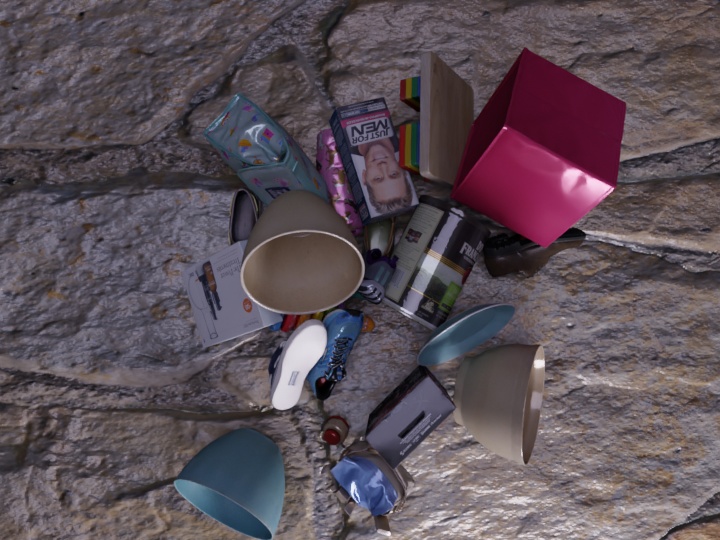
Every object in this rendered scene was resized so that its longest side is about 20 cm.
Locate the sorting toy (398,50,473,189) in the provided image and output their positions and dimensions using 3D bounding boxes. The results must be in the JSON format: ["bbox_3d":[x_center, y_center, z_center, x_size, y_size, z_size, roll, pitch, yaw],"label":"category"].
[{"bbox_3d":[0.136,-0.251,1.039,0.068,0.197,0.205,-2,85,32],"label":"sorting toy"}]

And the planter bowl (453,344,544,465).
[{"bbox_3d":[0.241,0.224,1.023,0.132,0.199,0.206,6,88,27],"label":"planter bowl"}]

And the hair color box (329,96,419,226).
[{"bbox_3d":[0.023,-0.194,1.028,0.098,0.060,0.204,-17,86,-18],"label":"hair color box"}]

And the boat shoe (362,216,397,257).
[{"bbox_3d":[0.040,-0.108,1.087,0.074,0.074,0.205,0,88,2],"label":"boat shoe"}]

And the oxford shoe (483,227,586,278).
[{"bbox_3d":[0.325,-0.034,1.084,0.195,0.073,0.086,-13,112,-1],"label":"oxford shoe"}]

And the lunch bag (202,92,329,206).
[{"bbox_3d":[-0.154,-0.186,1.015,0.199,0.171,0.122,38,84,32],"label":"lunch bag"}]

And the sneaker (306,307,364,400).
[{"bbox_3d":[-0.039,0.153,1.036,0.077,0.091,0.203,8,126,-24],"label":"sneaker"}]

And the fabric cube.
[{"bbox_3d":[0.295,-0.201,0.976,0.196,0.197,0.203,25,59,-5],"label":"fabric cube"}]

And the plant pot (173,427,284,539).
[{"bbox_3d":[-0.214,0.369,1.044,0.197,0.202,0.136,26,53,3],"label":"plant pot"}]

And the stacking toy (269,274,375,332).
[{"bbox_3d":[-0.065,0.080,1.085,0.196,0.116,0.112,18,95,-11],"label":"stacking toy"}]

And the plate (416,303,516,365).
[{"bbox_3d":[0.182,0.107,1.022,0.197,0.201,0.026,-29,64,1],"label":"plate"}]

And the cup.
[{"bbox_3d":[-0.098,-0.046,0.953,0.195,0.202,0.145,-11,50,2],"label":"cup"}]

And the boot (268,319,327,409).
[{"bbox_3d":[-0.123,0.147,1.041,0.071,0.091,0.202,13,120,-27],"label":"boot"}]

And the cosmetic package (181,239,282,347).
[{"bbox_3d":[-0.238,0.045,1.053,0.198,0.051,0.154,-21,88,41],"label":"cosmetic package"}]

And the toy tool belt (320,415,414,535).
[{"bbox_3d":[-0.005,0.364,1.034,0.199,0.123,0.125,41,124,3],"label":"toy tool belt"}]

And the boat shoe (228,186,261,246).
[{"bbox_3d":[-0.219,-0.056,1.105,0.070,0.060,0.205,0,88,2],"label":"boat shoe"}]

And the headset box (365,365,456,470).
[{"bbox_3d":[0.085,0.249,1.011,0.148,0.200,0.075,-44,86,0],"label":"headset box"}]

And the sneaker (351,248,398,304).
[{"bbox_3d":[0.000,0.000,1.044,0.074,0.199,0.088,41,78,-31],"label":"sneaker"}]

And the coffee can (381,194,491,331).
[{"bbox_3d":[0.125,-0.011,1.045,0.144,0.146,0.203,28,90,3],"label":"coffee can"}]

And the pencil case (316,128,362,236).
[{"bbox_3d":[-0.038,-0.164,1.090,0.081,0.086,0.205,-1,88,-29],"label":"pencil case"}]
